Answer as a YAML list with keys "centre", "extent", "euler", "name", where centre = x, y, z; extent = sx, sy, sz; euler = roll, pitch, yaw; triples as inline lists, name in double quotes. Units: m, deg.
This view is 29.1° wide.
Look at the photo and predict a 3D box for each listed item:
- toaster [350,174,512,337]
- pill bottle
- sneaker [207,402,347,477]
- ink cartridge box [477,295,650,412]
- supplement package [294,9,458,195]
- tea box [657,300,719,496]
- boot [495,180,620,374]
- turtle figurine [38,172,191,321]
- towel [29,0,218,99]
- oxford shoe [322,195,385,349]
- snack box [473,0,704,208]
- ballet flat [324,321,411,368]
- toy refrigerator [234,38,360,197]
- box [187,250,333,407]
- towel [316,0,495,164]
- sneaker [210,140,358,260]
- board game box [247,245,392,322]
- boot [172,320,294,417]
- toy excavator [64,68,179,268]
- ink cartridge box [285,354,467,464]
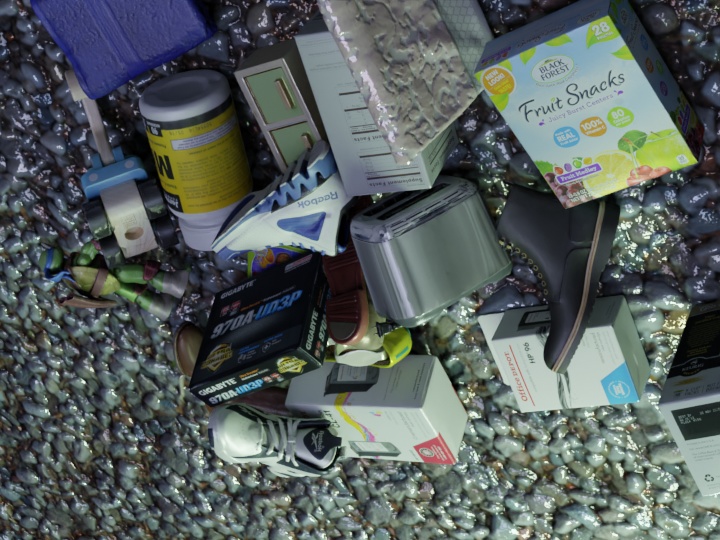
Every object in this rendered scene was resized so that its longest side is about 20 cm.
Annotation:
- centre: [0.073, -0.025, 1.612]
  extent: [0.113, 0.199, 0.130]
  euler: [19, 134, 63]
  name: "toaster"
- centre: [-0.195, -0.134, 1.708]
  extent: [0.113, 0.114, 0.202]
  euler: [3, 124, 24]
  name: "pill bottle"
- centre: [-0.093, 0.214, 1.760]
  extent: [0.129, 0.080, 0.199]
  euler: [-10, 147, 32]
  name: "sneaker"
- centre: [0.239, 0.106, 1.694]
  extent: [0.198, 0.068, 0.117]
  euler: [-9, 118, 32]
  name: "ink cartridge box"
- centre: [0.021, -0.200, 1.553]
  extent: [0.109, 0.114, 0.201]
  euler: [-4, 120, 27]
  name: "supplement package"
- centre: [0.456, 0.122, 1.512]
  extent: [0.199, 0.197, 0.134]
  euler: [-15, 115, 35]
  name: "tea box"
- centre: [0.204, 0.005, 1.584]
  extent: [0.137, 0.077, 0.202]
  euler: [16, 88, 4]
  name: "boot"
- centre: [-0.331, -0.024, 1.882]
  extent: [0.192, 0.200, 0.145]
  euler: [22, 108, -17]
  name: "turtle figurine"
- centre: [-0.281, -0.307, 1.653]
  extent: [0.199, 0.050, 0.148]
  euler: [-21, 110, 27]
  name: "towel"
- centre: [0.000, 0.000, 1.689]
  extent: [0.070, 0.202, 0.075]
  euler: [-9, 159, 37]
  name: "oxford shoe"
- centre: [0.244, -0.179, 1.473]
  extent: [0.168, 0.068, 0.200]
  euler: [-20, 120, 35]
  name: "snack box"
- centre: [-0.032, 0.092, 1.759]
  extent: [0.198, 0.067, 0.067]
  euler: [4, 126, 25]
  name: "ballet flat"
- centre: [-0.068, -0.168, 1.650]
  extent: [0.075, 0.070, 0.201]
  euler: [-10, 118, 32]
  name: "toy refrigerator"
- centre: [-0.116, 0.071, 1.723]
  extent: [0.199, 0.160, 0.046]
  euler: [-22, 131, 37]
  name: "box"
- centre: [0.059, -0.245, 1.455]
  extent: [0.032, 0.191, 0.201]
  euler: [3, 129, 51]
  name: "towel"
- centre: [-0.077, -0.052, 1.634]
  extent: [0.199, 0.081, 0.115]
  euler: [-34, 108, 29]
  name: "sneaker"
- centre: [-0.048, 0.021, 1.791]
  extent: [0.198, 0.045, 0.135]
  euler: [15, 128, 16]
  name: "board game box"
- centre: [-0.149, 0.155, 1.899]
  extent: [0.199, 0.064, 0.187]
  euler: [13, 143, 38]
  name: "boot"
- centre: [-0.319, -0.134, 1.763]
  extent: [0.099, 0.201, 0.195]
  euler: [-21, 145, -7]
  name: "toy excavator"
- centre: [0.023, 0.180, 1.818]
  extent: [0.198, 0.086, 0.148]
  euler: [-2, 144, 26]
  name: "ink cartridge box"
